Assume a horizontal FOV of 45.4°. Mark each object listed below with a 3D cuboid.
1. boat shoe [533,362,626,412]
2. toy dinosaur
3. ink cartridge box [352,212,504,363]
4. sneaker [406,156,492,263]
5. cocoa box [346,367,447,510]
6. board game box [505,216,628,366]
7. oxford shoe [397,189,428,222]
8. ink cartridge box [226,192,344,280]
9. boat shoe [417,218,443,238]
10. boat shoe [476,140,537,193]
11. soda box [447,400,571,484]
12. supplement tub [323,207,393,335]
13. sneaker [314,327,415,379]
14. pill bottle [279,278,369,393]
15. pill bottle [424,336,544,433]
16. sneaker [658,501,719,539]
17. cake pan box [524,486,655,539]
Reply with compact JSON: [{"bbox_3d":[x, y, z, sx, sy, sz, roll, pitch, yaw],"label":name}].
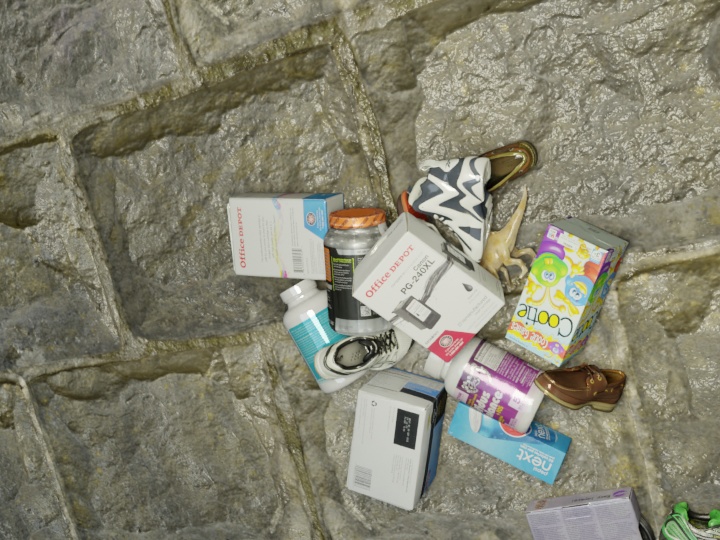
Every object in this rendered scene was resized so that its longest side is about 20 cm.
[{"bbox_3d":[0.350,0.176,1.360,0.072,0.199,0.068,48,116,43],"label":"boat shoe"},{"bbox_3d":[0.237,-0.032,1.414,0.101,0.058,0.201,39,116,11],"label":"toy dinosaur"},{"bbox_3d":[0.104,0.027,1.358,0.199,0.084,0.145,35,113,-14],"label":"ink cartridge box"},{"bbox_3d":[0.138,-0.098,1.360,0.129,0.080,0.200,10,144,18],"label":"sneaker"},{"bbox_3d":[0.068,0.295,1.539,0.132,0.131,0.202,13,109,20],"label":"cocoa box"},{"bbox_3d":[0.324,0.031,1.358,0.104,0.103,0.201,28,114,27],"label":"board game box"},{"bbox_3d":[0.079,-0.037,1.478,0.072,0.071,0.202,-3,103,31],"label":"oxford shoe"},{"bbox_3d":[-0.131,-0.065,1.553,0.198,0.085,0.146,3,105,22],"label":"ink cartridge box"},{"bbox_3d":[0.134,-0.001,1.423,0.070,0.071,0.201,14,138,55],"label":"boat shoe"},{"bbox_3d":[0.188,-0.153,1.395,0.199,0.068,0.072,-30,92,28],"label":"boat shoe"},{"bbox_3d":[0.257,0.286,1.491,0.199,0.064,0.068,24,113,16],"label":"soda box"},{"bbox_3d":[0.000,0.000,1.461,0.122,0.122,0.202,3,106,23],"label":"supplement tub"},{"bbox_3d":[0.022,0.139,1.483,0.076,0.199,0.088,68,155,4],"label":"sneaker"},{"bbox_3d":[-0.068,0.113,1.560,0.110,0.111,0.201,-29,92,28],"label":"pill bottle"},{"bbox_3d":[0.212,0.181,1.454,0.199,0.112,0.113,27,114,15],"label":"pill bottle"},{"bbox_3d":[0.588,0.439,1.379,0.199,0.078,0.086,17,110,19],"label":"sneaker"},{"bbox_3d":[0.405,0.477,1.487,0.199,0.052,0.185,-18,99,27],"label":"cake pan box"}]
